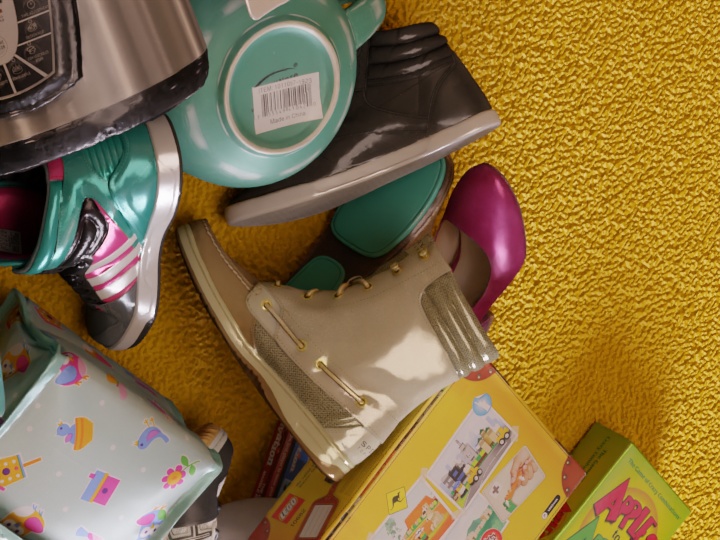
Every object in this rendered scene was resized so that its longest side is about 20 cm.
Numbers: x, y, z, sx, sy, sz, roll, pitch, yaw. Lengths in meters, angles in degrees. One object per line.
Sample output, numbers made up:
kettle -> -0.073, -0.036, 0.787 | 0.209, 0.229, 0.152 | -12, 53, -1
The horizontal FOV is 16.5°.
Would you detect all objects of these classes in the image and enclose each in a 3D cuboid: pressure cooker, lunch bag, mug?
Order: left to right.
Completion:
pressure cooker -> -0.199, -0.173, 1.461 | 0.175, 0.178, 0.201 | -29, 106, -33
lunch bag -> -0.218, 0.143, 1.609 | 0.200, 0.122, 0.170 | -49, 129, 0
mug -> -0.069, -0.144, 1.605 | 0.152, 0.114, 0.186 | 35, 87, -37

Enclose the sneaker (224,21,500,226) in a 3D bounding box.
sneaker -> -0.013, -0.103, 1.697 | 0.199, 0.071, 0.100 | -24, 85, 0

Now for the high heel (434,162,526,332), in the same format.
high heel -> 0.057, 0.009, 1.746 | 0.096, 0.067, 0.201 | -35, 158, -29

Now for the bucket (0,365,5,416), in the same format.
bucket -> -0.305, 0.018, 1.456 | 0.206, 0.207, 0.136 | -9, 106, -32

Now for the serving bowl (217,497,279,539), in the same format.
serving bowl -> -0.071, 0.266, 1.763 | 0.199, 0.066, 0.202 | -9, 109, -26

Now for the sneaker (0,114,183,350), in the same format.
sneaker -> -0.186, -0.015, 1.573 | 0.120, 0.084, 0.201 | -8, 141, -21

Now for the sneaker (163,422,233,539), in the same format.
sneaker -> -0.124, 0.204, 1.688 | 0.087, 0.076, 0.201 | 30, 69, -14

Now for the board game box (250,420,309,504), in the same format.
board game box -> -0.036, 0.176, 1.808 | 0.102, 0.019, 0.202 | 14, 99, -38

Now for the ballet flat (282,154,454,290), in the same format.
ballet flat -> 0.000, 0.000, 1.745 | 0.200, 0.068, 0.072 | -52, 147, -7

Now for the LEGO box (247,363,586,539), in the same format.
LEGO box -> 0.041, 0.164, 1.726 | 0.200, 0.077, 0.149 | -51, 122, -16

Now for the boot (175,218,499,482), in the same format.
boot -> -0.017, 0.018, 1.665 | 0.154, 0.072, 0.201 | -36, 84, -1

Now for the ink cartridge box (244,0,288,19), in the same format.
ink cartridge box -> -0.092, -0.259, 1.526 | 0.116, 0.067, 0.201 | -37, 112, -48

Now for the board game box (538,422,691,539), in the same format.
board game box -> 0.161, 0.230, 1.944 | 0.200, 0.048, 0.102 | -50, 127, -9
